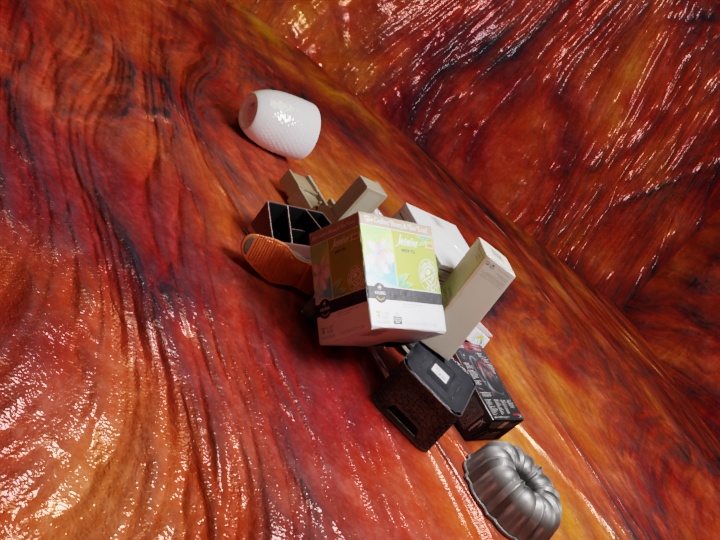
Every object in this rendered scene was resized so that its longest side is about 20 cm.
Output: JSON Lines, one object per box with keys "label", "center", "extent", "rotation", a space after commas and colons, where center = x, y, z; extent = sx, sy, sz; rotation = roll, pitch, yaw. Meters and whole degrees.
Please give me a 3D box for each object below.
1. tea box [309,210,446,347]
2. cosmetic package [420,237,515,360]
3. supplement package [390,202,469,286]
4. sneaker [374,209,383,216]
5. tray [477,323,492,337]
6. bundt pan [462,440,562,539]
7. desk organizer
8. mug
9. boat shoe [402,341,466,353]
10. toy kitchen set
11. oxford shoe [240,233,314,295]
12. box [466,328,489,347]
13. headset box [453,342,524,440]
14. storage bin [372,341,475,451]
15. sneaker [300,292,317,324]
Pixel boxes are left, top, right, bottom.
{"label": "tea box", "center": [0.030, 0.022, 1.335], "extent": [0.197, 0.132, 0.202], "rotation": [7, 70, -46]}
{"label": "cosmetic package", "center": [0.190, 0.051, 1.408], "extent": [0.072, 0.202, 0.104], "rotation": [34, 15, -11]}
{"label": "supplement package", "center": [0.140, -0.020, 1.540], "extent": [0.198, 0.111, 0.158], "rotation": [18, 37, -52]}
{"label": "sneaker", "center": [0.038, -0.095, 1.911], "extent": [0.198, 0.073, 0.115], "rotation": [35, 23, -19]}
{"label": "tray", "center": [0.223, 0.099, 1.841], "extent": [0.200, 0.022, 0.107], "rotation": [46, -20, -14]}
{"label": "bundt pan", "center": [0.275, 0.380, 1.343], "extent": [0.200, 0.076, 0.203], "rotation": [36, 20, -15]}
{"label": "desk organizer", "center": [-0.131, -0.076, 1.523], "extent": [0.072, 0.077, 0.198], "rotation": [49, 20, 23]}
{"label": "mug", "center": [-0.224, -0.374, 1.920], "extent": [0.173, 0.152, 0.198], "rotation": [12, 3, -41]}
{"label": "boat shoe", "center": [0.149, 0.152, 1.603], "extent": [0.198, 0.068, 0.072], "rotation": [20, 29, -44]}
{"label": "toy kitchen set", "center": [-0.043, -0.173, 1.745], "extent": [0.162, 0.181, 0.202], "rotation": [14, 36, -54]}
{"label": "oxford shoe", "center": [-0.146, -0.013, 1.402], "extent": [0.198, 0.072, 0.073], "rotation": [33, 0, -37]}
{"label": "box", "center": [0.221, 0.128, 1.736], "extent": [0.110, 0.035, 0.200], "rotation": [42, -3, -2]}
{"label": "headset box", "center": [0.220, 0.228, 1.524], "extent": [0.147, 0.075, 0.203], "rotation": [14, 41, -54]}
{"label": "storage bin", "center": [0.117, 0.213, 1.367], "extent": [0.135, 0.094, 0.200], "rotation": [44, 18, 6]}
{"label": "sneaker", "center": [-0.028, 0.082, 1.390], "extent": [0.198, 0.075, 0.085], "rotation": [12, 35, -56]}
